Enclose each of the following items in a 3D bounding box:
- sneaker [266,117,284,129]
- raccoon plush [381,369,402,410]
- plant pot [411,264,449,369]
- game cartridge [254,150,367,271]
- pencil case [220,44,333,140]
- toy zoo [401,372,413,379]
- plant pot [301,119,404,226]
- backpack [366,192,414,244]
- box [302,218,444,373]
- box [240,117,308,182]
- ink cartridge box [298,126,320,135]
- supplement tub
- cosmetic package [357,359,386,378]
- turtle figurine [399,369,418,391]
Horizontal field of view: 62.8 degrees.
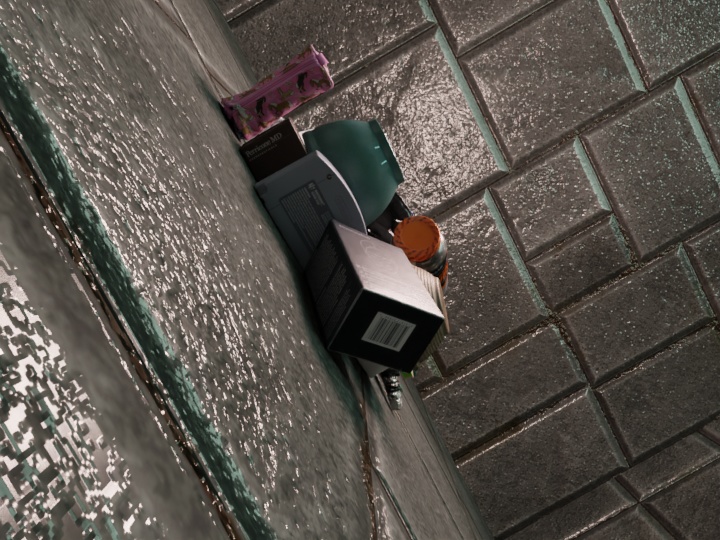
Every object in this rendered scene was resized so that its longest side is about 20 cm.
[{"bbox_3d":[-0.237,-0.381,1.477,0.117,0.074,0.200,62,-4,9],"label":"sneaker"},{"bbox_3d":[0.102,0.192,1.309,0.097,0.130,0.205,112,-38,-83],"label":"raccoon plush"},{"bbox_3d":[0.108,0.073,1.074,0.201,0.090,0.207,-12,90,-79],"label":"plant pot"},{"bbox_3d":[-0.066,-0.085,0.955,0.041,0.131,0.203,-102,166,-59],"label":"game cartridge"},{"bbox_3d":[-0.141,-0.308,1.022,0.084,0.197,0.087,57,5,-38],"label":"pencil case"},{"bbox_3d":[0.059,0.101,1.101,0.201,0.020,0.134,62,18,-50],"label":"toy zoo"},{"bbox_3d":[-0.002,-0.184,1.050,0.204,0.132,0.201,62,5,-9],"label":"plant pot"},{"bbox_3d":[0.025,-0.097,1.344,0.189,0.199,0.156,35,-31,25],"label":"backpack"},{"bbox_3d":[0.012,0.035,0.891,0.146,0.108,0.201,21,24,-27],"label":"box"},{"bbox_3d":[-0.114,-0.146,1.014,0.203,0.098,0.075,61,2,-18],"label":"box"},{"bbox_3d":[-0.100,-0.181,1.181,0.179,0.082,0.200,62,25,-7],"label":"ink cartridge box"},{"bbox_3d":[0.124,-0.018,1.248,0.201,0.120,0.124,73,-9,-59],"label":"supplement tub"},{"bbox_3d":[0.001,0.105,1.097,0.103,0.070,0.201,63,1,38],"label":"cosmetic package"},{"bbox_3d":[0.085,0.219,1.495,0.098,0.153,0.201,16,18,-13],"label":"turtle figurine"}]
